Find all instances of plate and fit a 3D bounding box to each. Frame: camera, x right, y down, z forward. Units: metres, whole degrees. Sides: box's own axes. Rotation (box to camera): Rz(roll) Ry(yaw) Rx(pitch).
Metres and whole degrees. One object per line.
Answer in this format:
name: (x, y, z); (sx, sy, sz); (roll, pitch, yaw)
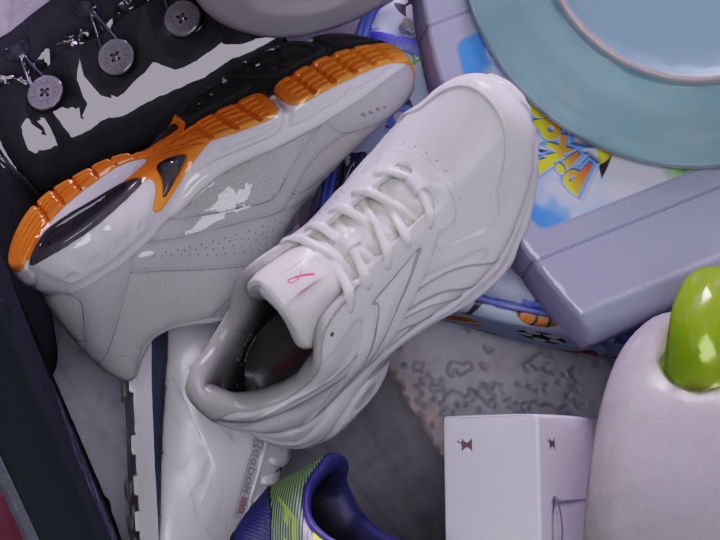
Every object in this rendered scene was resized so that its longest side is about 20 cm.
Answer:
plate: (0.144, -0.145, 1.008); (0.198, 0.026, 0.202); (1, 74, -5)

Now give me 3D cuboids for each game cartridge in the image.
game cartridge: (0.104, -0.073, 1.015); (0.133, 0.040, 0.201); (-22, 78, -8)

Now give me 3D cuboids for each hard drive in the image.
hard drive: (-0.138, 0.067, 0.938); (0.033, 0.140, 0.201); (-22, 120, -6)

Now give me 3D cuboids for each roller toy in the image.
roller toy: (0.182, 0.112, 0.960); (0.139, 0.200, 0.184); (2, 67, 21)

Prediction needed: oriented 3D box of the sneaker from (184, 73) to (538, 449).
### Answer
sneaker: (0.000, 0.000, 0.956); (0.078, 0.099, 0.200); (42, 105, 19)

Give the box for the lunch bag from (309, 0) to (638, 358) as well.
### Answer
lunch bag: (0.073, -0.052, 1.062); (0.199, 0.076, 0.161); (15, 81, -2)

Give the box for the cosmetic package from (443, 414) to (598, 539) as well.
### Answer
cosmetic package: (0.091, 0.166, 1.002); (0.051, 0.150, 0.202); (-4, 84, 30)

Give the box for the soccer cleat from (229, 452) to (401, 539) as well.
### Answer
soccer cleat: (0.023, 0.158, 0.921); (0.084, 0.065, 0.200); (-48, 64, 9)

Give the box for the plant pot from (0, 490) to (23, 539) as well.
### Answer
plant pot: (-0.248, 0.120, 0.982); (0.178, 0.200, 0.201); (-21, 86, -20)

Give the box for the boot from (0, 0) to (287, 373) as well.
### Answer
boot: (-0.116, -0.056, 1.055); (0.199, 0.066, 0.165); (-30, 79, -8)

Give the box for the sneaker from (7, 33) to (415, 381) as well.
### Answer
sneaker: (-0.055, -0.029, 1.008); (0.199, 0.076, 0.092); (-32, 118, -5)

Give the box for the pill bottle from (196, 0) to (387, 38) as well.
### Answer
pill bottle: (-0.044, -0.217, 1.029); (0.111, 0.112, 0.201); (-13, 61, -4)

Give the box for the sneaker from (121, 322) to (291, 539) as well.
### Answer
sneaker: (-0.070, 0.101, 1.045); (0.080, 0.076, 0.202); (0, 86, -12)
